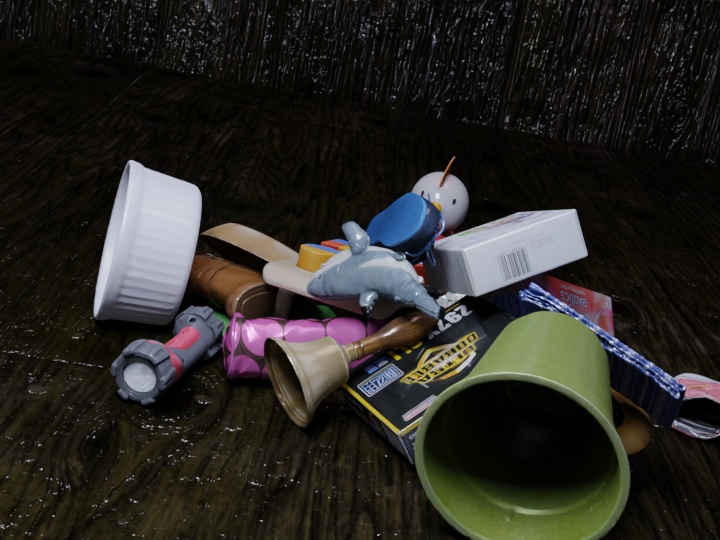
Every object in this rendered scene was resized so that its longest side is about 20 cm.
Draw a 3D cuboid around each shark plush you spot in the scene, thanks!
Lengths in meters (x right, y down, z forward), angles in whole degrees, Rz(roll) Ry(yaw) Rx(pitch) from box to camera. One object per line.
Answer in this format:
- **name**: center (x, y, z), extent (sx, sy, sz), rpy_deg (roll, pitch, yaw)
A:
- **shark plush**: center (0.026, 0.027, 1.351), extent (0.199, 0.091, 0.083), rpy_deg (30, 66, 35)

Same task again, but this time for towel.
- **towel**: center (0.254, 0.095, 1.276), extent (0.199, 0.024, 0.145), rpy_deg (36, -12, 19)

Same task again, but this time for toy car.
- **toy car**: center (0.115, -0.077, 1.855), extent (0.181, 0.203, 0.177), rpy_deg (13, 17, 10)

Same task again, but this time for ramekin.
- **ramekin**: center (-0.267, -0.028, 1.497), extent (0.096, 0.203, 0.201), rpy_deg (13, 16, -16)

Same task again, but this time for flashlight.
- **flashlight**: center (-0.217, 0.089, 1.368), extent (0.067, 0.069, 0.200), rpy_deg (10, 18, 10)

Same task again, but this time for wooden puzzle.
- **wooden puzzle**: center (0.000, 0.000, 1.509), extent (0.183, 0.047, 0.199), rpy_deg (17, 17, 23)

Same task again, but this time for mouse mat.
- **mouse mat**: center (-0.104, 0.074, 1.580), extent (0.197, 0.008, 0.161), rpy_deg (1, 20, -25)

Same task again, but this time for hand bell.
- **hand bell**: center (0.002, 0.086, 1.326), extent (0.198, 0.106, 0.104), rpy_deg (-23, 30, -21)

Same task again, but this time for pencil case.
- **pencil case**: center (-0.069, 0.089, 1.421), extent (0.197, 0.092, 0.094), rpy_deg (2, 21, -18)

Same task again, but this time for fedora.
- **fedora**: center (0.226, 0.174, 1.336), extent (0.197, 0.083, 0.201), rpy_deg (11, 22, -5)

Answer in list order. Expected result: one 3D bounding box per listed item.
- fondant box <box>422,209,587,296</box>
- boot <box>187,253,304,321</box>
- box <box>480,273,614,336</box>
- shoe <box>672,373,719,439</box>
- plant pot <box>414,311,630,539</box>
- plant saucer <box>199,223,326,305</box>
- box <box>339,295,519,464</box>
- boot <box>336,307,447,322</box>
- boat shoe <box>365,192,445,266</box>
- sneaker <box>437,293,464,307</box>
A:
- **fondant box**: center (0.164, -0.023, 1.412), extent (0.142, 0.059, 0.200), rpy_deg (-19, 6, -10)
- **boot**: center (-0.173, 0.021, 1.547), extent (0.153, 0.078, 0.200), rpy_deg (22, 14, 15)
- **box**: center (0.229, 0.074, 1.487), extent (0.094, 0.104, 0.199), rpy_deg (-16, -22, 39)
- **shoe**: center (0.475, 0.182, 1.485), extent (0.197, 0.073, 0.091), rpy_deg (11, 18, 20)
- **plant pot**: center (0.169, 0.138, 1.155), extent (0.197, 0.203, 0.190), rpy_deg (14, 29, 11)
- **plant saucer**: center (-0.125, -0.015, 1.631), extent (0.198, 0.036, 0.200), rpy_deg (27, -10, 5)
- **box**: center (0.093, 0.114, 1.327), extent (0.198, 0.050, 0.159), rpy_deg (-32, 26, -14)
- **boot**: center (0.078, 0.070, 1.572), extent (0.197, 0.078, 0.155), rpy_deg (2, 7, 14)
- **boat shoe**: center (0.062, -0.046, 1.408), extent (0.068, 0.085, 0.200), rpy_deg (28, -7, -13)
- **sneaker**: center (0.155, 0.046, 1.709), extent (0.197, 0.072, 0.093), rpy_deg (2, 13, -33)
